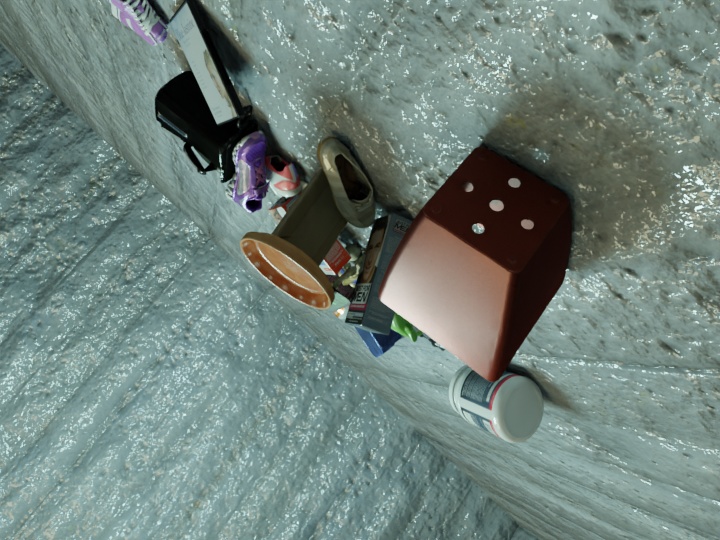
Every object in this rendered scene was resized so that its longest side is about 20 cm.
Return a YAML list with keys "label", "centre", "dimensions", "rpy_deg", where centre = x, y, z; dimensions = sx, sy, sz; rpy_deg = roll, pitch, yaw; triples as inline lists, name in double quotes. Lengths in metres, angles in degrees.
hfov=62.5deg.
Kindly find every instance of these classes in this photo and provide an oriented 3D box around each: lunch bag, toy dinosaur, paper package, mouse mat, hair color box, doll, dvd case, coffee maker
- label: "lunch bag"
  centre: [0.061, 0.121, 1.497]
  dimensions: [0.138, 0.131, 0.200]
  rpy_deg: [54, 167, 6]
- label: "toy dinosaur"
  centre: [0.000, 0.000, 1.393]
  dimensions: [0.059, 0.196, 0.102]
  rpy_deg: [54, 130, 22]
- label: "paper package"
  centre: [-0.103, -0.089, 1.186]
  dimensions: [0.102, 0.194, 0.199]
  rpy_deg: [35, 166, -10]
- label: "mouse mat"
  centre: [-0.113, 0.014, 1.137]
  dimensions: [0.198, 0.008, 0.161]
  rpy_deg: [39, 161, -7]
- label: "hair color box"
  centre: [0.038, 0.007, 1.079]
  dimensions: [0.059, 0.207, 0.099]
  rpy_deg: [19, 171, -18]
- label: "doll"
  centre: [-0.028, -0.018, 1.484]
  dimensions: [0.135, 0.049, 0.201]
  rpy_deg: [38, 165, 7]
- label: "hair color box"
  centre: [-0.118, -0.085, 1.376]
  dimensions: [0.202, 0.064, 0.110]
  rpy_deg: [53, 161, -17]
- label: "dvd case"
  centre: [-0.276, -0.366, 1.061]
  dimensions: [0.141, 0.017, 0.205]
  rpy_deg: [14, 130, 61]
- label: "coffee maker"
  centre: [-0.320, -0.323, 1.249]
  dimensions: [0.198, 0.135, 0.194]
  rpy_deg: [37, 124, 7]

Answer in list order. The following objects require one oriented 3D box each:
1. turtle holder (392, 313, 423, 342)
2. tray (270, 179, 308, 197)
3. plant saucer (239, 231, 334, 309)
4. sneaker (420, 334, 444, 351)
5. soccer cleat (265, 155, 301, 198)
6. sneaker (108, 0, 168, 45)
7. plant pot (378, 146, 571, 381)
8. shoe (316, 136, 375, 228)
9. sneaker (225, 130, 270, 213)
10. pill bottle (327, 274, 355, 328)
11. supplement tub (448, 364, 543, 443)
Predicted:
- label: "turtle holder"
  centre: [0.080, 0.039, 1.189]
  dimensions: [0.130, 0.142, 0.186]
  rpy_deg: [22, 158, 52]
- label: "tray"
  centre: [-0.165, -0.188, 1.400]
  dimensions: [0.197, 0.022, 0.108]
  rpy_deg: [28, 159, 42]
- label: "plant saucer"
  centre: [-0.128, -0.003, 1.063]
  dimensions: [0.196, 0.033, 0.202]
  rpy_deg: [30, 159, 13]
- label: "sneaker"
  centre: [0.160, 0.113, 1.339]
  dimensions: [0.112, 0.076, 0.201]
  rpy_deg: [31, 168, 30]
- label: "soccer cleat"
  centre: [-0.200, -0.230, 1.313]
  dimensions: [0.198, 0.067, 0.075]
  rpy_deg: [34, 142, 39]
- label: "sneaker"
  centre: [-0.402, -0.482, 1.089]
  dimensions: [0.114, 0.073, 0.200]
  rpy_deg: [40, 176, -13]
- label: "plant pot"
  centre: [0.156, -0.027, 0.749]
  dimensions: [0.197, 0.200, 0.179]
  rpy_deg: [34, 152, 19]
- label: "shoe"
  centre: [-0.017, -0.144, 1.052]
  dimensions: [0.053, 0.070, 0.202]
  rpy_deg: [36, 164, 45]
- label: "sneaker"
  centre: [-0.225, -0.200, 1.253]
  dimensions: [0.089, 0.079, 0.202]
  rpy_deg: [49, 141, 19]
- label: "pill bottle"
  centre: [-0.057, 0.060, 1.648]
  dimensions: [0.198, 0.115, 0.114]
  rpy_deg: [40, 165, 4]
- label: "supplement tub"
  centre: [0.304, 0.294, 1.346]
  dimensions: [0.140, 0.141, 0.199]
  rpy_deg: [45, 165, -21]
